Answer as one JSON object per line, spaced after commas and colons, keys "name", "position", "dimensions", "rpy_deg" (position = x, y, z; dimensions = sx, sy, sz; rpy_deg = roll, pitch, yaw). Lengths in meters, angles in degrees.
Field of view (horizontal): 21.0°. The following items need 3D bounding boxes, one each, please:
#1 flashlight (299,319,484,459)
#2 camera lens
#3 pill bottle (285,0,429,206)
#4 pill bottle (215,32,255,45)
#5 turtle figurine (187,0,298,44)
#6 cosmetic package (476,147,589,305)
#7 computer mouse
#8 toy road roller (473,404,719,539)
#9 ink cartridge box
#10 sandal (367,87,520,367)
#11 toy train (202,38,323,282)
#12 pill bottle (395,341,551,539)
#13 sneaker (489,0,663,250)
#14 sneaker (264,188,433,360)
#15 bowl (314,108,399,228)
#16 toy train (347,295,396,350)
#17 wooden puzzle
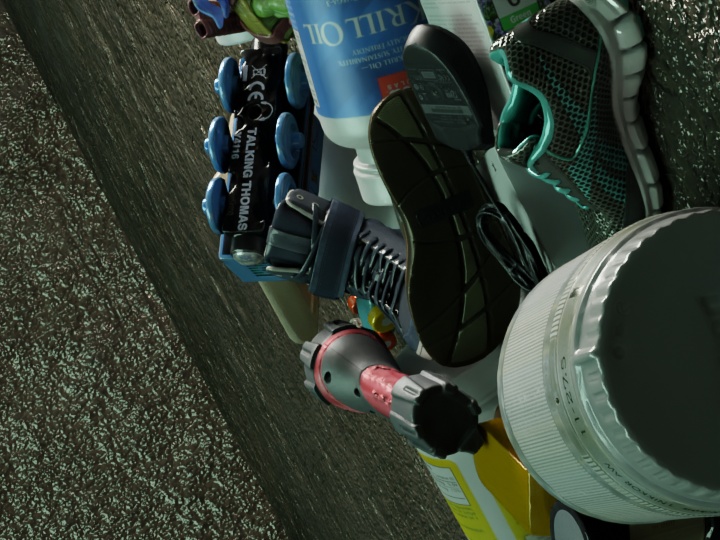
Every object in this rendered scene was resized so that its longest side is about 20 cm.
{"name": "flashlight", "position": [0.018, 0.083, 1.399], "dimensions": [0.200, 0.067, 0.068], "rpy_deg": [-159, 62, -68]}
{"name": "camera lens", "position": [0.169, 0.055, 1.058], "dimensions": [0.161, 0.159, 0.200], "rpy_deg": [63, 167, 4]}
{"name": "pill bottle", "position": [0.015, -0.153, 1.357], "dimensions": [0.112, 0.112, 0.201], "rpy_deg": [32, 141, 67]}
{"name": "pill bottle", "position": [-0.110, -0.297, 1.607], "dimensions": [0.201, 0.113, 0.114], "rpy_deg": [68, 167, -19]}
{"name": "turtle figurine", "position": [-0.019, -0.222, 1.479], "dimensions": [0.144, 0.201, 0.194], "rpy_deg": [23, 163, 38]}
{"name": "cosmetic package", "position": [0.125, -0.006, 1.364], "dimensions": [0.151, 0.051, 0.200], "rpy_deg": [62, 167, 6]}
{"name": "computer mouse", "position": [0.082, -0.073, 1.246], "dimensions": [0.058, 0.034, 0.201], "rpy_deg": [13, 134, 53]}
{"name": "toy road roller", "position": [0.163, 0.102, 1.284], "dimensions": [0.200, 0.122, 0.147], "rpy_deg": [-140, 42, -60]}
{"name": "ink cartridge box", "position": [0.074, -0.185, 1.233], "dimensions": [0.201, 0.050, 0.109], "rpy_deg": [68, 167, -13]}
{"name": "sandal", "position": [0.054, -0.032, 1.330], "dimensions": [0.055, 0.081, 0.201], "rpy_deg": [-101, -10, -74]}
{"name": "toy train", "position": [-0.074, -0.090, 1.584], "dimensions": [0.114, 0.086, 0.201], "rpy_deg": [53, -142, -64]}
{"name": "pill bottle", "position": [0.109, 0.140, 1.513], "dimensions": [0.201, 0.114, 0.114], "rpy_deg": [61, 169, -24]}
{"name": "sneaker", "position": [0.121, -0.078, 1.149], "dimensions": [0.078, 0.091, 0.201], "rpy_deg": [50, 161, 49]}
{"name": "sneaker", "position": [-0.001, 0.001, 1.452], "dimensions": [0.202, 0.145, 0.077], "rpy_deg": [-104, 33, -77]}
{"name": "bowl", "position": [-0.047, -0.070, 1.708], "dimensions": [0.201, 0.090, 0.202], "rpy_deg": [30, 125, 55]}
{"name": "toy train", "position": [-0.002, -0.021, 1.851], "dimensions": [0.150, 0.055, 0.201], "rpy_deg": [-172, 60, -76]}
{"name": "wooden puzzle", "position": [-0.089, -0.043, 1.849], "dimensions": [0.186, 0.037, 0.200], "rpy_deg": [62, -165, -20]}
